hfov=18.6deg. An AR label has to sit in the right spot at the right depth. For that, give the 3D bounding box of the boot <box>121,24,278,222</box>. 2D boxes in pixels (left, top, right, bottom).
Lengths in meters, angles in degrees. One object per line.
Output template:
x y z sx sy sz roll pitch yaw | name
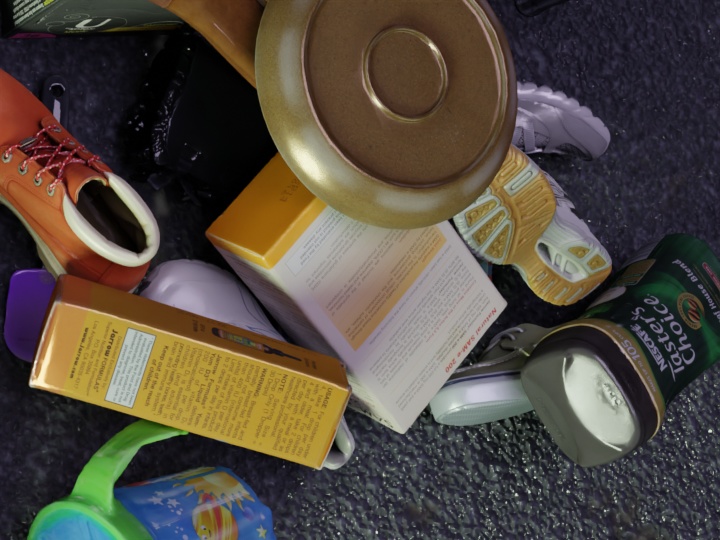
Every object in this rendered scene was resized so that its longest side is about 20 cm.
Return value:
-0.072 -0.121 1.567 0.162 0.073 0.198 29 74 -28 | boot

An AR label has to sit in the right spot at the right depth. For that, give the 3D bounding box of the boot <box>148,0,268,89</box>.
-0.076 -0.233 1.441 0.200 0.068 0.188 33 67 -23 | boot

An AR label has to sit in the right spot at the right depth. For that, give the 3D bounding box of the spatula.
-0.212 -0.037 1.498 0.056 0.021 0.200 4 77 -19 | spatula

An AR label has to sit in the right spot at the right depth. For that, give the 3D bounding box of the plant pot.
0.025 -0.127 1.450 0.200 0.027 0.200 6 79 -30 | plant pot

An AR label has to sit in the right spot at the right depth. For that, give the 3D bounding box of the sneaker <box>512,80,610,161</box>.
0.096 -0.108 1.678 0.200 0.075 0.082 13 89 -22 | sneaker

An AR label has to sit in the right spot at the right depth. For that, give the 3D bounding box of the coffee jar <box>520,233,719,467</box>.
0.203 0.059 1.627 0.200 0.085 0.104 -39 100 -45 | coffee jar

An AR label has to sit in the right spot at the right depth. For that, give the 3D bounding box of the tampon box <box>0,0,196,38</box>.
-0.167 -0.269 1.507 0.150 0.126 0.200 -4 84 -31 | tampon box

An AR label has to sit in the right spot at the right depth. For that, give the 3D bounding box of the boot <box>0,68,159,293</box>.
-0.204 -0.070 1.441 0.075 0.107 0.200 -42 93 -22 | boot

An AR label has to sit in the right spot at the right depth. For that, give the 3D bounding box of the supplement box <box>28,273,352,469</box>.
-0.110 0.066 1.425 0.200 0.067 0.069 16 104 -9 | supplement box

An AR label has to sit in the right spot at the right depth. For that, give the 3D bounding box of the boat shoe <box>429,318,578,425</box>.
0.125 0.072 1.660 0.200 0.072 0.062 -9 75 -42 | boat shoe

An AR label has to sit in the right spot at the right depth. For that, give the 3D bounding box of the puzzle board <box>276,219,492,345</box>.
0.023 -0.021 1.595 0.200 0.017 0.151 -15 115 -35 | puzzle board

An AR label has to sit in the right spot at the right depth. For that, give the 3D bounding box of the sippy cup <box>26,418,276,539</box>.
-0.129 0.193 1.450 0.130 0.178 0.140 -23 63 -43 | sippy cup

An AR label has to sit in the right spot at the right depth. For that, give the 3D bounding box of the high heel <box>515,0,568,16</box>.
0.170 -0.307 1.705 0.071 0.143 0.200 3 79 -30 | high heel

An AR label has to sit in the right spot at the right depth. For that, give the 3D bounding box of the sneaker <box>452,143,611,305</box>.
0.106 -0.048 1.588 0.076 0.088 0.200 -35 141 8 | sneaker

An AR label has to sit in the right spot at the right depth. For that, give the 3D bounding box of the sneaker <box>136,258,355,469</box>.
-0.070 0.063 1.504 0.200 0.087 0.075 42 84 -29 | sneaker

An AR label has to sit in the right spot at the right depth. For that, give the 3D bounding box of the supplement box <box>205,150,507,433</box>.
0.000 0.000 1.522 0.126 0.074 0.200 -50 130 -16 | supplement box
